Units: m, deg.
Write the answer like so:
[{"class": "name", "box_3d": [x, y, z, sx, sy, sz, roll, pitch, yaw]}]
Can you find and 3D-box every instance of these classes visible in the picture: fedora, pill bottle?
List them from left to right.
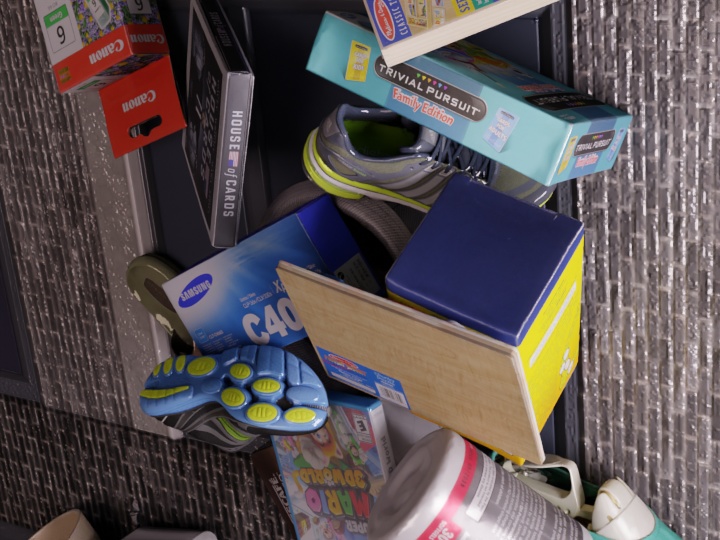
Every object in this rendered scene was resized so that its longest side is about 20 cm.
[{"class": "fedora", "box_3d": [0.000, 0.000, 1.091, 0.176, 0.090, 0.201, 33, 133, 19]}, {"class": "pill bottle", "box_3d": [0.112, 0.222, 1.000, 0.199, 0.111, 0.111, 36, 129, -10]}]

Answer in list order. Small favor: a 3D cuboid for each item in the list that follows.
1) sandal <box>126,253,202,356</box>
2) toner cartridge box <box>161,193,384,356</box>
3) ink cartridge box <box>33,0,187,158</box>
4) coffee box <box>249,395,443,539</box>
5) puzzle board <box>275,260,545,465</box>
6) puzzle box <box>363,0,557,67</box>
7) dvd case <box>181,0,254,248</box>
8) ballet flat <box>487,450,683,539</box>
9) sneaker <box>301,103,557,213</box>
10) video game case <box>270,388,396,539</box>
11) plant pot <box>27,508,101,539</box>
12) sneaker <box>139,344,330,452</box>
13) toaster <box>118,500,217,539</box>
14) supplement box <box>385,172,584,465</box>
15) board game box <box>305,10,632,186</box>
[{"class": "sandal", "box_3d": [-0.162, 0.064, 1.252, 0.200, 0.057, 0.080, 36, 127, 16]}, {"class": "toner cartridge box", "box_3d": [-0.077, 0.016, 1.068, 0.199, 0.043, 0.095, -25, 97, 46]}, {"class": "ink cartridge box", "box_3d": [-0.231, -0.210, 1.156, 0.108, 0.050, 0.202, -17, 88, 38]}, {"class": "coffee box", "box_3d": [-0.001, 0.177, 1.152, 0.200, 0.080, 0.114, -30, 91, 52]}, {"class": "puzzle board", "box_3d": [0.040, 0.066, 0.948, 0.199, 0.017, 0.151, 20, 152, 29]}, {"class": "puzzle box", "box_3d": [0.048, -0.251, 0.891, 0.132, 0.025, 0.201, -21, 68, 6]}, {"class": "dvd case", "box_3d": [-0.123, -0.132, 1.076, 0.200, 0.024, 0.151, -115, 29, -57]}, {"class": "ballet flat", "box_3d": [0.185, 0.198, 1.068, 0.199, 0.067, 0.071, 18, 128, 28]}, {"class": "sneaker", "box_3d": [0.057, -0.083, 0.975, 0.198, 0.075, 0.081, 6, 162, -8]}, {"class": "video game case", "box_3d": [-0.016, 0.194, 1.100, 0.142, 0.018, 0.202, 6, 116, 45]}, {"class": "plant pot", "box_3d": [-0.321, 0.410, 1.457, 0.187, 0.188, 0.200, -29, 107, 39]}, {"class": "sneaker", "box_3d": [-0.099, 0.111, 1.086, 0.198, 0.071, 0.083, -4, 145, 39]}, {"class": "toaster", "box_3d": [-0.224, 0.377, 1.361, 0.118, 0.181, 0.202, -7, 107, 33]}, {"class": "supplement box", "box_3d": [0.098, 0.041, 0.978, 0.108, 0.110, 0.201, 24, 152, 22]}, {"class": "board game box", "box_3d": [0.083, -0.130, 0.936, 0.199, 0.151, 0.047, 28, 110, 20]}]
